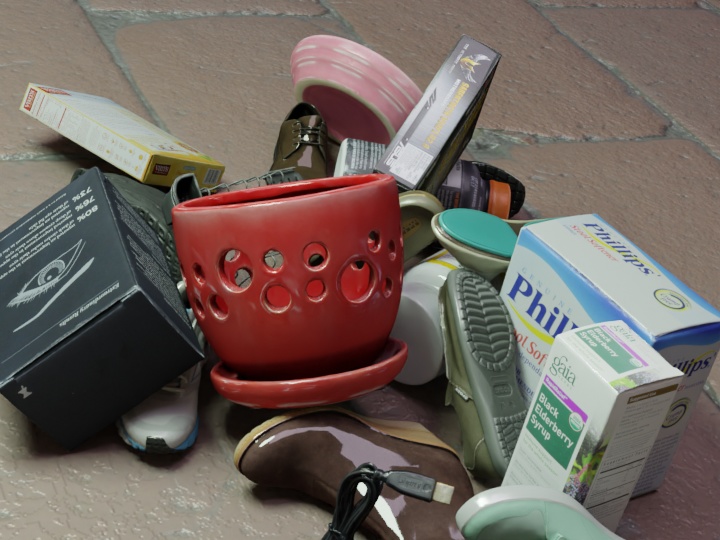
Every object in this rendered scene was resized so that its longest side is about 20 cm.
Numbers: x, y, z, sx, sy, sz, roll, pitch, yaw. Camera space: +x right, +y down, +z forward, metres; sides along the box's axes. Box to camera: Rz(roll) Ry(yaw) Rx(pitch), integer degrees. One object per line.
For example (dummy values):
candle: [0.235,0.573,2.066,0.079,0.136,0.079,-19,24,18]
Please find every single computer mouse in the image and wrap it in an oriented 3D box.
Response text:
computer mouse: [0.064,0.219,0.980,0.199,0.141,0.046,22,25,13]

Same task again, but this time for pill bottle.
pill bottle: [0.099,0.033,1.304,0.114,0.115,0.200,31,36,26]
pill bottle: [0.068,-0.082,1.481,0.199,0.107,0.106,11,32,-5]

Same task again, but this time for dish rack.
dish rack: [-0.100,-0.032,1.321,0.199,0.054,0.154,-17,85,-41]

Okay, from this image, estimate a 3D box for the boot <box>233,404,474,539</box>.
boot: [0.009,0.186,1.071,0.199,0.073,0.167,0,32,-27]

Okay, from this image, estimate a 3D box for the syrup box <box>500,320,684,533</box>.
syrup box: [0.184,0.146,1.078,0.081,0.201,0.079,-11,40,-34]

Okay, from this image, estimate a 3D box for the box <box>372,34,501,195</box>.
box: [0.069,-0.123,1.352,0.048,0.159,0.200,29,62,8]

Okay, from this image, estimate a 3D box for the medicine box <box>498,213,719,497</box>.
medicine box: [0.211,0.081,1.190,0.103,0.201,0.182,-11,39,-33]

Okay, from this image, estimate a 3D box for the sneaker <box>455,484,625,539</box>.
sneaker: [0.165,0.244,0.997,0.200,0.074,0.118,28,30,-20]

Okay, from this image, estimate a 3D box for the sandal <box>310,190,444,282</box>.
sandal: [0.000,0.000,1.254,0.080,0.200,0.054,42,22,-31]

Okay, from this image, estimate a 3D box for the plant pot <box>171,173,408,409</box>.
plant pot: [-0.057,0.016,1.142,0.199,0.184,0.200,-6,9,1]

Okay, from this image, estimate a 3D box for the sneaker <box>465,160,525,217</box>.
sneaker: [0.101,-0.115,1.581,0.199,0.076,0.088,8,26,-9]

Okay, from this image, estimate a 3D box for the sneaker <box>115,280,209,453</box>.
sneaker: [-0.171,0.079,1.160,0.075,0.087,0.200,10,33,-8]

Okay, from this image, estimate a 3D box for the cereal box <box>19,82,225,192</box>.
cereal box: [-0.270,-0.151,1.482,0.199,0.040,0.144,30,13,26]

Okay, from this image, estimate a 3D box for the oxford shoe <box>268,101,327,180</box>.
oxford shoe: [-0.071,-0.138,1.539,0.072,0.085,0.200,7,34,-14]

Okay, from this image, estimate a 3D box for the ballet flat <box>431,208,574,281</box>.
ballet flat: [0.143,-0.016,1.245,0.199,0.070,0.070,3,32,-31]

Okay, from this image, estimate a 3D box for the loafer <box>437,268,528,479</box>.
loafer: [0.100,0.096,1.176,0.075,0.070,0.201,8,64,-43]

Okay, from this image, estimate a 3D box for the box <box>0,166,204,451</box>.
box: [-0.242,0.030,1.131,0.148,0.104,0.200,-34,41,4]

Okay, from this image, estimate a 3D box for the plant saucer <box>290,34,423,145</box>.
plant saucer: [-0.006,-0.204,1.599,0.200,0.201,0.051,25,70,18]

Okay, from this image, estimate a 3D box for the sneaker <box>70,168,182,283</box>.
sneaker: [-0.220,-0.050,1.361,0.091,0.076,0.200,-8,41,-47]
